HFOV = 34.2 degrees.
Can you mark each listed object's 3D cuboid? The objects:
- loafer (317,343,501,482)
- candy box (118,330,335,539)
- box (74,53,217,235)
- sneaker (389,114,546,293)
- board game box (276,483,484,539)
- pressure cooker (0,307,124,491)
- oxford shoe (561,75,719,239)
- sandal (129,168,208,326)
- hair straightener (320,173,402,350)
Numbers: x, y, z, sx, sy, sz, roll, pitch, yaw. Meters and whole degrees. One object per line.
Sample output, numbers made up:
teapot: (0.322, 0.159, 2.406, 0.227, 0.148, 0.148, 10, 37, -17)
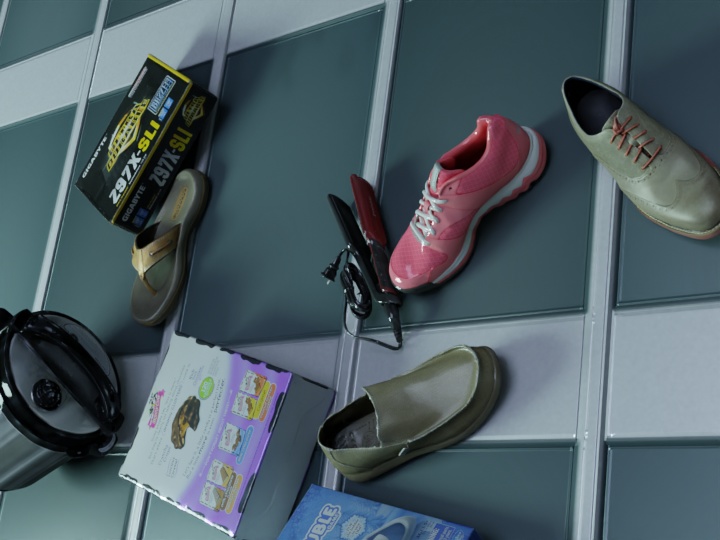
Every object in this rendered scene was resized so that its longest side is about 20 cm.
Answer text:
loafer: (0.041, 0.131, 1.069, 0.200, 0.067, 0.076, -38, 50, 23)
candy box: (-0.141, 0.169, 1.213, 0.199, 0.071, 0.169, 15, 82, 44)
box: (-0.273, -0.161, 1.479, 0.201, 0.049, 0.160, -59, 38, 5)
sneaker: (0.082, -0.069, 1.108, 0.200, 0.087, 0.074, -50, 46, 13)
board game box: (-0.016, 0.294, 1.012, 0.198, 0.043, 0.201, 4, 50, 43)
pressure cooker: (-0.376, 0.147, 1.360, 0.199, 0.175, 0.180, -34, 56, 31)
oxford shoe: (0.234, -0.098, 0.992, 0.071, 0.075, 0.200, -51, 47, 11)
sandal: (-0.240, -0.033, 1.402, 0.080, 0.054, 0.202, 7, 77, 43)
hair straightener: (0.000, 0.000, 1.192, 0.077, 0.041, 0.201, -35, 56, 26)
